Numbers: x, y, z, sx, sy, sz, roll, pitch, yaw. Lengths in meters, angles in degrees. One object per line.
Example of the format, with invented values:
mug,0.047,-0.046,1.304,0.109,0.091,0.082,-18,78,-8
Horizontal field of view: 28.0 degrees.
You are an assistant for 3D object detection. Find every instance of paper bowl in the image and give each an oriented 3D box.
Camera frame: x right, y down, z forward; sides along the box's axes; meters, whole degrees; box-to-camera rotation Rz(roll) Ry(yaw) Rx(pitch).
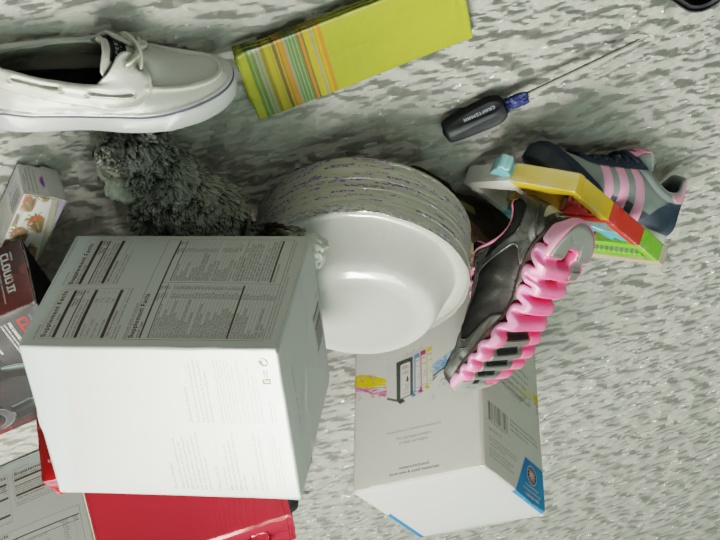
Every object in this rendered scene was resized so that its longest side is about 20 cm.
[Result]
paper bowl,0.000,0.000,1.303,0.199,0.105,0.201,2,144,2

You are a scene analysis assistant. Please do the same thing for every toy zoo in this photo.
toy zoo,0.187,-0.058,1.365,0.200,0.131,0.021,32,73,-44

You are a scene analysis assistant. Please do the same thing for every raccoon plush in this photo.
raccoon plush,-0.127,-0.073,1.194,0.198,0.097,0.134,1,142,10

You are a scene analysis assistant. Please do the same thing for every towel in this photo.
towel,-0.005,-0.190,1.204,0.199,0.018,0.086,-21,146,-2

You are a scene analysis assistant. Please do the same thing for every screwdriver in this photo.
screwdriver,0.166,-0.162,1.295,0.199,0.029,0.028,-21,141,7

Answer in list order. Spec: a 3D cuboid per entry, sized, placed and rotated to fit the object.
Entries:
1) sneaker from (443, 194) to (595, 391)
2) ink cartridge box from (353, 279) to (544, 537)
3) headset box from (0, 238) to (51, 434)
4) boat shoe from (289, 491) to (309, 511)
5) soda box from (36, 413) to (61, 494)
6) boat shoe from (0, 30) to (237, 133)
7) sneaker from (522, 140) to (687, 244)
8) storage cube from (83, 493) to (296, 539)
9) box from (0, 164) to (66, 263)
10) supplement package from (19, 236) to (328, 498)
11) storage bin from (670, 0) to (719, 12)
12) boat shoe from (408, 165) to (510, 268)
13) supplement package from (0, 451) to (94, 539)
sneaker,0.129,0.018,1.325,0.079,0.095,0.201,11,117,-51
ink cartridge box,0.087,0.139,1.446,0.144,0.201,0.147,-16,146,26
headset box,-0.327,0.071,1.237,0.199,0.078,0.149,-22,143,-1
boat shoe,-0.094,0.240,1.609,0.074,0.062,0.201,3,133,-25
soda box,-0.181,0.148,1.278,0.198,0.064,0.070,-9,162,-3
boat shoe,-0.193,-0.154,1.120,0.198,0.072,0.066,-2,142,-10
sneaker,0.239,-0.094,1.398,0.199,0.070,0.082,27,92,-37
storage cube,-0.171,0.193,1.390,0.179,0.201,0.171,-15,165,-6
box,-0.308,-0.006,1.252,0.038,0.042,0.200,8,131,-32
supplement package,-0.140,0.074,1.154,0.198,0.151,0.153,0,125,10
storage bin,0.236,-0.306,1.121,0.199,0.094,0.135,20,125,-38
boat shoe,0.089,-0.031,1.389,0.199,0.072,0.076,32,125,-32
supplement package,-0.313,0.311,1.479,0.150,0.201,0.152,-23,141,2
